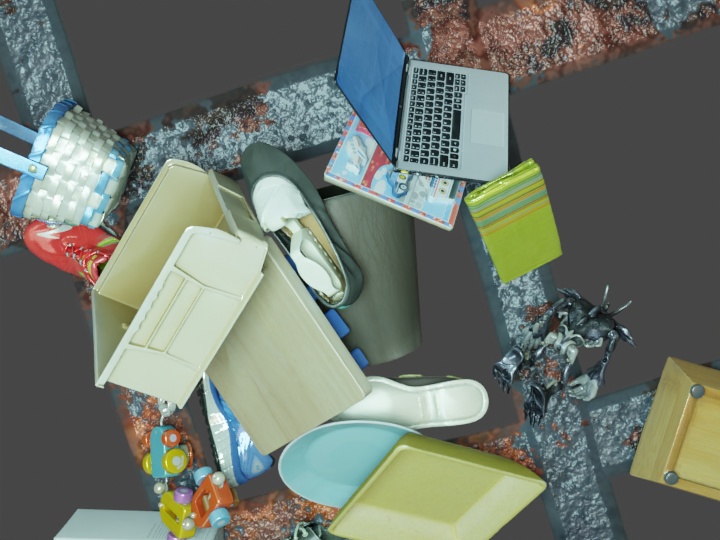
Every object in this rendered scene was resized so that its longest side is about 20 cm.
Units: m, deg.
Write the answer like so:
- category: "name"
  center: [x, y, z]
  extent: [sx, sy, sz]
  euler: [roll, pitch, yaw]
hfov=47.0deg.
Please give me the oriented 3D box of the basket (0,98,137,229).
- category: "basket"
  center: [-0.370, -0.132, 0.955]
  extent: [0.199, 0.176, 0.140]
  euler: [28, 101, -12]

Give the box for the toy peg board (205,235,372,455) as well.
- category: "toy peg board"
  center: [-0.086, 0.077, 0.956]
  extent: [0.199, 0.098, 0.201]
  euler: [-36, 88, 40]

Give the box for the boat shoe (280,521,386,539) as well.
- category: "boat shoe"
  center: [-0.062, 0.352, 1.056]
  extent: [0.198, 0.071, 0.064]
  euler: [-3, 97, -6]

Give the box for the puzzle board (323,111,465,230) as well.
- category: "puzzle board"
  center: [0.057, -0.145, 0.946]
  extent: [0.150, 0.201, 0.017]
  euler: [21, 140, -1]

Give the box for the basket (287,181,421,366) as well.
- category: "basket"
  center: [0.000, 0.000, 0.979]
  extent: [0.179, 0.136, 0.202]
  euler: [-19, 103, -23]

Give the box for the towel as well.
- category: "towel"
  center: [0.179, -0.051, 0.950]
  extent: [0.086, 0.200, 0.018]
  euler: [-26, 57, 7]

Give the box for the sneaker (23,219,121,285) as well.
- category: "sneaker"
  center: [-0.321, -0.016, 1.011]
  extent: [0.198, 0.085, 0.078]
  euler: [22, 96, -1]

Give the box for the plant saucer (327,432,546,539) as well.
- category: "plant saucer"
  center: [0.087, 0.267, 0.996]
  extent: [0.198, 0.049, 0.200]
  euler: [18, 130, -19]

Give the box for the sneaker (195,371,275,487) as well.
- category: "sneaker"
  center: [-0.155, 0.163, 1.040]
  extent: [0.088, 0.078, 0.202]
  euler: [-14, 90, -19]

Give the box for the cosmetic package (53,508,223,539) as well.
- category: "cosmetic package"
  center: [-0.278, 0.372, 1.056]
  extent: [0.198, 0.085, 0.109]
  euler: [0, 100, 1]

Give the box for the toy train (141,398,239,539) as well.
- category: "toy train"
  center: [-0.202, 0.244, 1.005]
  extent: [0.055, 0.200, 0.151]
  euler: [5, 126, -39]

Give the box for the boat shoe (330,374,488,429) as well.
- category: "boat shoe"
  center: [0.056, 0.164, 1.029]
  extent: [0.198, 0.060, 0.073]
  euler: [-4, 86, 1]

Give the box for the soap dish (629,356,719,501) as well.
- category: "soap dish"
  center: [0.451, 0.210, 1.011]
  extent: [0.198, 0.081, 0.159]
  euler: [16, 97, 1]

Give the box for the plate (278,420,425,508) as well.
- category: "plate"
  center: [-0.001, 0.232, 1.014]
  extent: [0.198, 0.026, 0.201]
  euler: [-1, 135, -1]

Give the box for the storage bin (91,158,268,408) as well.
- category: "storage bin"
  center: [-0.195, 0.004, 0.876]
  extent: [0.093, 0.200, 0.199]
  euler: [26, 104, -27]

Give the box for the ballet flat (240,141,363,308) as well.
- category: "ballet flat"
  center: [-0.063, -0.045, 0.865]
  extent: [0.068, 0.068, 0.201]
  euler: [-32, 100, 24]

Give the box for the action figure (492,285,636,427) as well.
- category: "action figure"
  center: [0.244, 0.096, 0.996]
  extent: [0.199, 0.102, 0.119]
  euler: [-31, 62, -32]

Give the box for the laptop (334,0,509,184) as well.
- category: "laptop"
  center: [0.077, -0.210, 0.911]
  extent: [0.198, 0.116, 0.188]
  euler: [8, 53, 1]
